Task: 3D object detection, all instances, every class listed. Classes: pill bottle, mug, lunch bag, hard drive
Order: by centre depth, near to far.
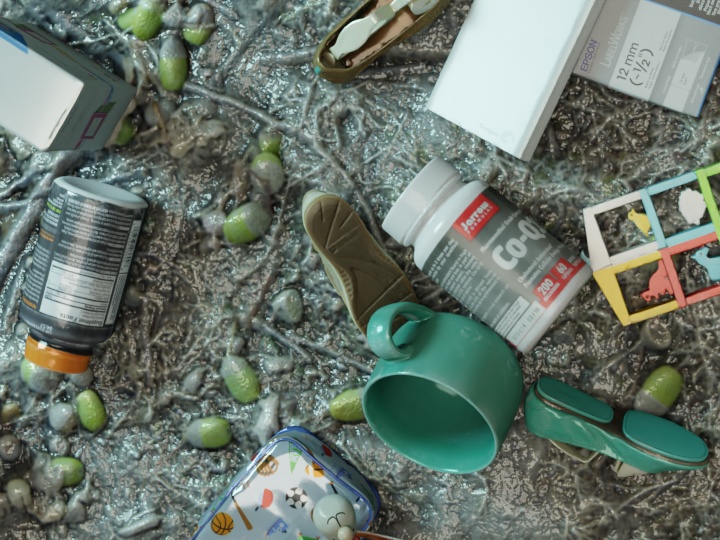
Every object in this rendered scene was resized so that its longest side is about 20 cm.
[{"bbox_3d":[0.160,-0.229,1.620,0.132,0.027,0.200,32,105,32],"label":"hard drive"},{"bbox_3d":[0.090,0.107,1.630,0.152,0.115,0.185,17,140,17],"label":"mug"},{"bbox_3d":[0.128,-0.019,1.633,0.200,0.114,0.114,39,101,7],"label":"pill bottle"},{"bbox_3d":[-0.303,0.008,1.712,0.106,0.106,0.200,18,100,6],"label":"pill bottle"},{"bbox_3d":[-0.082,0.283,1.728,0.160,0.076,0.200,39,101,0],"label":"lunch bag"}]

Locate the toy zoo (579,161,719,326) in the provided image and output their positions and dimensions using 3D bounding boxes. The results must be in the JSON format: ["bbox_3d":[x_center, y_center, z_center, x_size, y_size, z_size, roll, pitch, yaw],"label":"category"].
[{"bbox_3d":[0.317,-0.025,1.653,0.200,0.020,0.132,-20,94,11],"label":"toy zoo"}]

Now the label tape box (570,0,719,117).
[{"bbox_3d":[0.271,-0.254,1.610,0.200,0.066,0.144,20,99,4],"label":"label tape box"}]

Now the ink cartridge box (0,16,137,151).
[{"bbox_3d":[-0.333,-0.193,1.645,0.144,0.200,0.085,32,97,3],"label":"ink cartridge box"}]

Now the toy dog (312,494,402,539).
[{"bbox_3d":[0.011,0.325,1.659,0.132,0.096,0.200,-49,130,7],"label":"toy dog"}]

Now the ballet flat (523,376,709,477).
[{"bbox_3d":[0.263,0.176,1.672,0.200,0.067,0.071,22,124,6],"label":"ballet flat"}]

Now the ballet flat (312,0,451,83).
[{"bbox_3d":[0.028,-0.266,1.642,0.200,0.072,0.068,-37,90,11],"label":"ballet flat"}]

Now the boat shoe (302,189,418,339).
[{"bbox_3d":[0.000,0.000,1.685,0.072,0.065,0.200,-34,110,-2],"label":"boat shoe"}]
